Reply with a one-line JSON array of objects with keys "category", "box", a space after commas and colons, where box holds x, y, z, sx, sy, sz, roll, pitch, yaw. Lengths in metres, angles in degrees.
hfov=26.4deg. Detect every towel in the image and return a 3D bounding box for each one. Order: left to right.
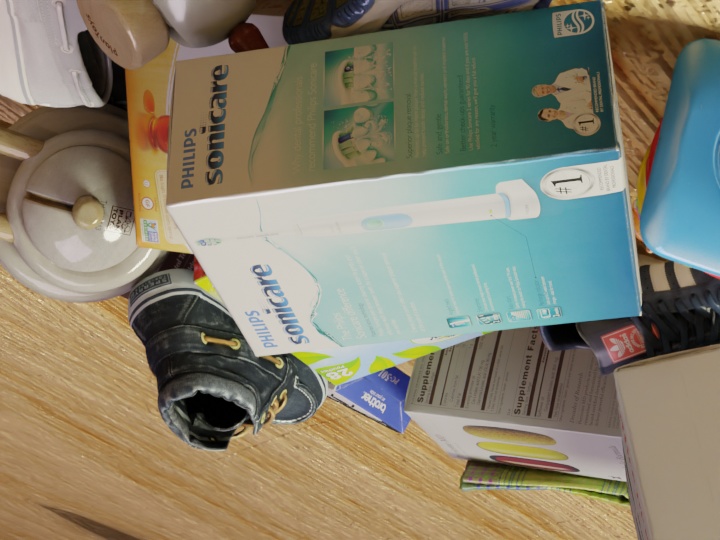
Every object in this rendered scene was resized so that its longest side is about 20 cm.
[{"category": "towel", "box": [0.165, 0.146, 1.252, 0.143, 0.023, 0.200, 2, -167, 14]}]

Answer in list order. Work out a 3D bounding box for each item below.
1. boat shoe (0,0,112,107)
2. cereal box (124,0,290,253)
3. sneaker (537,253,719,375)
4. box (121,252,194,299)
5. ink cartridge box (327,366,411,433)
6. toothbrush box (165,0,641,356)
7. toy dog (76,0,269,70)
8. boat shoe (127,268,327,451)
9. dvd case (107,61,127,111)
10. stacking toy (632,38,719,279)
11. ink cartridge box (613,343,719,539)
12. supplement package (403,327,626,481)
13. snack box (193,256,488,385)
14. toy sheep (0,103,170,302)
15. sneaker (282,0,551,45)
[{"category": "boat shoe", "box": [-0.155, -0.147, 0.788, 0.068, 0.072, 0.200, 11, 145, -2]}, {"category": "cereal box", "box": [-0.028, -0.072, 0.833, 0.200, 0.040, 0.144, 6, 114, 16]}, {"category": "sneaker", "box": [0.189, 0.031, 0.955, 0.200, 0.084, 0.075, -5, 115, 59]}, {"category": "box", "box": [-0.128, -0.006, 1.093, 0.200, 0.075, 0.100, 29, 165, 1]}, {"category": "ink cartridge box", "box": [-0.049, 0.064, 1.234, 0.200, 0.044, 0.094, 23, 170, 45]}, {"category": "toothbrush box", "box": [0.025, -0.037, 0.723, 0.200, 0.085, 0.146, -8, 148, 11]}, {"category": "toy dog", "box": [-0.068, -0.152, 0.682, 0.096, 0.132, 0.200, 41, 174, 15]}, {"category": "boat shoe", "box": [-0.077, 0.080, 0.979, 0.071, 0.091, 0.200, -28, 146, 17]}, {"category": "dvd case", "box": [-0.097, -0.112, 0.928, 0.200, 0.025, 0.150, 16, 160, -1]}, {"category": "stacking toy", "box": [0.187, -0.039, 0.835, 0.110, 0.116, 0.200, 15, 171, -5]}, {"category": "ink cartridge box", "box": [0.214, 0.154, 0.953, 0.084, 0.146, 0.200, -12, 149, 6]}, {"category": "supplement package", "box": [0.151, 0.084, 1.138, 0.200, 0.110, 0.114, 4, 157, 27]}, {"category": "snack box", "box": [0.025, -0.014, 0.947, 0.200, 0.068, 0.169, -19, 145, 23]}, {"category": "toy sheep", "box": [-0.174, -0.042, 0.943, 0.138, 0.138, 0.200, 20, -172, -13]}, {"category": "sneaker", "box": [0.042, -0.131, 0.709, 0.088, 0.075, 0.200, 27, 157, -30]}]
